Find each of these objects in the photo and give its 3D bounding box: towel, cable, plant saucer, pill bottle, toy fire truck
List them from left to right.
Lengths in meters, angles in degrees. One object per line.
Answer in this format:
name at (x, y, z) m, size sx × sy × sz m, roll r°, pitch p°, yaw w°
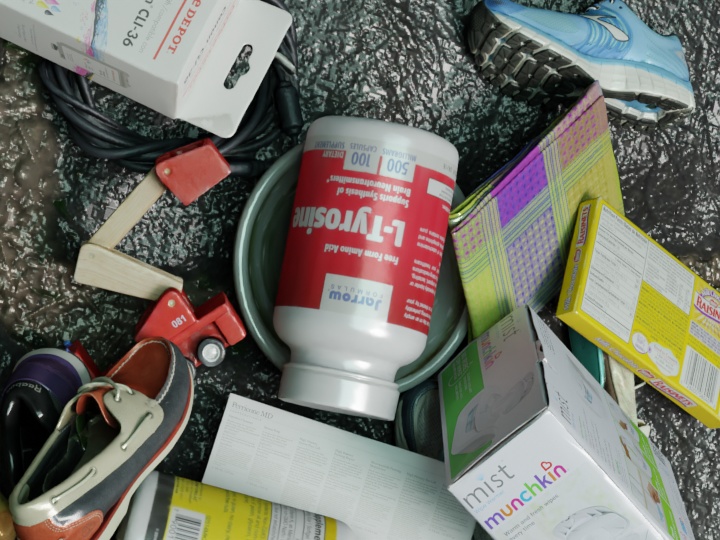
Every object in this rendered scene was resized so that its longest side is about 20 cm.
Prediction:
toy fire truck at (-0.154, 0.014, 1.431) m, size 0.199 × 0.049 × 0.142 m, roll -33°, pitch 102°, yaw 0°
cable at (-0.135, -0.150, 1.475) m, size 0.198 × 0.051 × 0.165 m, roll 2°, pitch 87°, yaw -21°
pill bottle at (-0.069, 0.213, 1.365) m, size 0.198 × 0.114 × 0.115 m, roll 16°, pitch 82°, yaw -8°
plant saucer at (-0.007, -0.003, 1.520) m, size 0.199 × 0.050 × 0.202 m, roll 1°, pitch 87°, yaw -21°
pill bottle at (0.000, 0.000, 1.435) m, size 0.111 × 0.112 × 0.202 m, roll 12°, pitch 83°, yaw -21°
towel at (0.136, -0.038, 1.541) m, size 0.200 × 0.023 × 0.144 m, roll -43°, pitch 137°, yaw -30°

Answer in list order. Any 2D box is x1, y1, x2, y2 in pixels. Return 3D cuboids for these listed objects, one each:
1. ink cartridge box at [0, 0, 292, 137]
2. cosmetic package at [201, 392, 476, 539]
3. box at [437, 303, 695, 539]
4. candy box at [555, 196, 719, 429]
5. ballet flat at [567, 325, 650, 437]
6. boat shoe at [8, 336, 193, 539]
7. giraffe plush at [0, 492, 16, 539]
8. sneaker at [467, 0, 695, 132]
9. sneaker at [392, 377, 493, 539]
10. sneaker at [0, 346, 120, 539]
ink cartridge box at (-0.155, -0.189, 1.418) m, size 0.199 × 0.068 × 0.117 m, roll 25°, pitch 71°, yaw 2°
cosmetic package at (-0.013, 0.160, 1.476) m, size 0.199 × 0.051 × 0.083 m, roll 18°, pitch 83°, yaw 3°
box at (0.147, 0.143, 1.436) m, size 0.097 × 0.200 × 0.177 m, roll -40°, pitch 105°, yaw 13°
candy box at (0.231, 0.036, 1.584) m, size 0.200 × 0.026 × 0.103 m, roll 35°, pitch 56°, yaw -34°
ballet flat at (0.202, 0.105, 1.592) m, size 0.062 × 0.067 × 0.202 m, roll -1°, pitch 88°, yaw -31°
boat shoe at (-0.170, 0.108, 1.330) m, size 0.201 × 0.071 × 0.063 m, roll -61°, pitch 138°, yaw -43°
giraffe plush at (-0.305, 0.158, 1.324) m, size 0.171 × 0.162 × 0.202 m, roll 5°, pitch 85°, yaw -12°
sneaker at (0.173, -0.177, 1.599) m, size 0.199 × 0.078 × 0.091 m, roll 17°, pitch 63°, yaw -24°
sneaker at (0.099, 0.168, 1.535) m, size 0.077 × 0.086 × 0.201 m, roll -34°, pitch 100°, yaw -20°
sneaker at (-0.212, 0.161, 1.390) m, size 0.075 × 0.088 × 0.202 m, roll -10°, pitch 106°, yaw 10°
